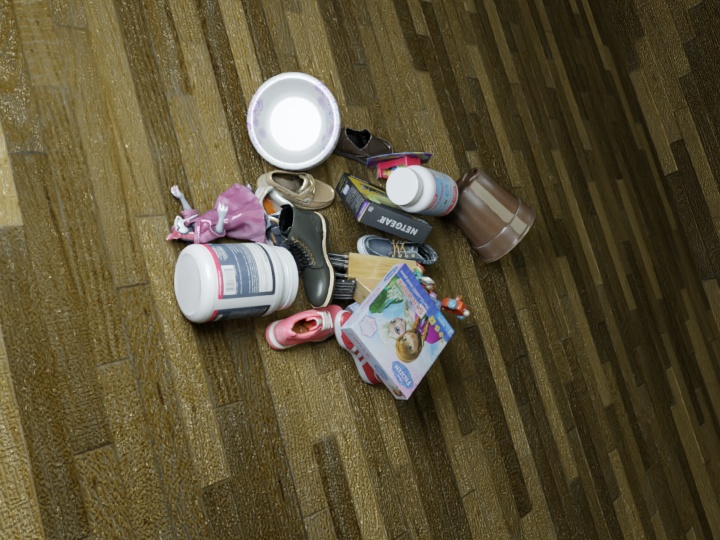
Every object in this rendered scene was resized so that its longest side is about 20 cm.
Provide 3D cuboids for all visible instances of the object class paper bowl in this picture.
[{"bbox_3d":[-0.141,-0.318,1.330,0.198,0.104,0.203,0,96,-1],"label":"paper bowl"}]

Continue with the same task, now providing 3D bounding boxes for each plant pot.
[{"bbox_3d":[0.338,-0.163,1.676,0.198,0.200,0.201,41,52,-11],"label":"plant pot"}]

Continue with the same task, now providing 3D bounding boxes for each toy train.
[{"bbox_3d":[0.179,0.042,1.465,0.200,0.149,0.056,43,68,-41],"label":"toy train"}]

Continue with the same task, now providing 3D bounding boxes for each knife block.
[{"bbox_3d":[0.000,0.000,1.347,0.175,0.064,0.199,42,54,20],"label":"knife block"}]

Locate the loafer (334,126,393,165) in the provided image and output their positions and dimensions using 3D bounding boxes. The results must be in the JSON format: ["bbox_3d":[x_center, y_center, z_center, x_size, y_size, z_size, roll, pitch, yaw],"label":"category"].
[{"bbox_3d":[0.012,-0.309,1.518,0.198,0.071,0.074,1,74,-40],"label":"loafer"}]

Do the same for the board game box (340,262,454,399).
[{"bbox_3d":[0.084,0.124,1.267,0.201,0.041,0.200,52,58,-17],"label":"board game box"}]

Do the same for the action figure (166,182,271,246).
[{"bbox_3d":[-0.286,-0.091,1.191,0.199,0.134,0.150,-28,136,-31],"label":"action figure"}]

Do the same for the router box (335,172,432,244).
[{"bbox_3d":[0.054,-0.147,1.452,0.199,0.053,0.158,17,25,-36],"label":"router box"}]

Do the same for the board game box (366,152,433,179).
[{"bbox_3d":[0.094,-0.248,1.484,0.156,0.200,0.039,-4,91,0],"label":"board game box"}]

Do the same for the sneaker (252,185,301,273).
[{"bbox_3d":[-0.166,-0.084,1.281,0.201,0.079,0.078,56,46,-12],"label":"sneaker"}]

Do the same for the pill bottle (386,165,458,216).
[{"bbox_3d":[0.144,-0.187,1.439,0.199,0.108,0.110,-1,75,-57],"label":"pill bottle"}]

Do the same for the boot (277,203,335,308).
[{"bbox_3d":[-0.118,-0.028,1.228,0.138,0.077,0.202,16,63,-63],"label":"boot"}]

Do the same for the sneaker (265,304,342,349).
[{"bbox_3d":[-0.095,0.115,1.263,0.199,0.086,0.075,-16,86,-43],"label":"sneaker"}]

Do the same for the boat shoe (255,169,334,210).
[{"bbox_3d":[-0.131,-0.180,1.353,0.198,0.064,0.072,1,74,-40],"label":"boat shoe"}]

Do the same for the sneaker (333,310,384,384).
[{"bbox_3d":[0.026,0.166,1.298,0.071,0.112,0.201,-50,124,-34],"label":"sneaker"}]

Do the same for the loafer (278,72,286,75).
[{"bbox_3d":[-0.147,-0.354,1.402,0.072,0.063,0.201,-35,98,-43],"label":"loafer"}]

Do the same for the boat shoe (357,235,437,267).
[{"bbox_3d":[0.092,-0.050,1.479,0.199,0.091,0.072,16,64,-36],"label":"boat shoe"}]

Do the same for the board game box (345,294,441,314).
[{"bbox_3d":[0.070,0.098,1.379,0.199,0.062,0.201,29,59,-5],"label":"board game box"}]

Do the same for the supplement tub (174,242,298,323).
[{"bbox_3d":[-0.231,0.020,1.144,0.199,0.140,0.142,-3,76,-41],"label":"supplement tub"}]
